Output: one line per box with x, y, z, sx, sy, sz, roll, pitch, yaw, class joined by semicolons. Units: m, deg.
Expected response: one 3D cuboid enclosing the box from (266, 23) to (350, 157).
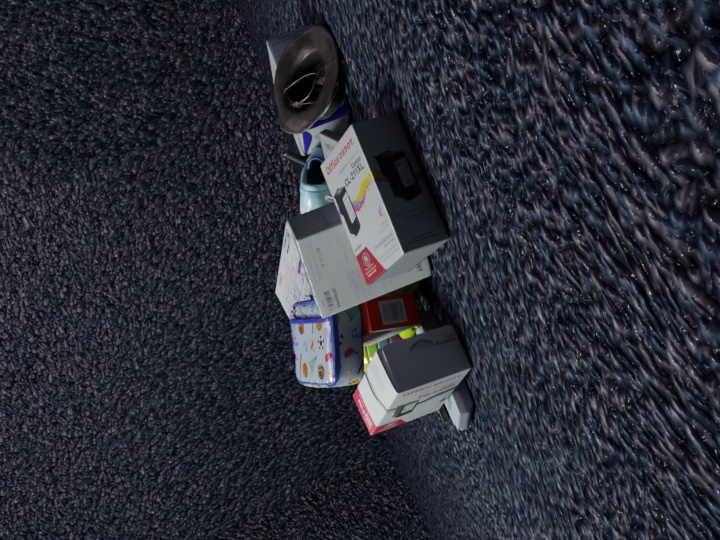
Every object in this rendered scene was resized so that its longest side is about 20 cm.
-0.100;-0.344;1.845;0.184;0.103;0.203;94;155;-77;box

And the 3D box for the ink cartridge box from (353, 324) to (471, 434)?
0.083;0.185;1.573;0.084;0.143;0.201;65;158;22;ink cartridge box

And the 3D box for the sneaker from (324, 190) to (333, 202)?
0.002;-0.061;1.599;0.202;0.088;0.074;62;155;-8;sneaker

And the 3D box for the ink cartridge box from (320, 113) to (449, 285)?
0.030;-0.102;1.364;0.203;0.082;0.146;68;153;11;ink cartridge box

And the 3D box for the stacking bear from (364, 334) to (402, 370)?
0.025;0.158;1.834;0.122;0.197;0.115;-69;-38;-61;stacking bear

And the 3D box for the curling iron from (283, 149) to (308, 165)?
-0.067;-0.199;1.876;0.198;0.026;0.050;26;-157;-26;curling iron

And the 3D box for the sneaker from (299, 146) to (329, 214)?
-0.073;-0.186;1.753;0.202;0.073;0.083;-88;3;-49;sneaker

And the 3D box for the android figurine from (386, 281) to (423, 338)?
0.058;0.038;1.713;0.184;0.040;0.201;66;151;30;android figurine

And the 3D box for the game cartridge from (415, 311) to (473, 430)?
0.151;0.178;1.693;0.134;0.040;0.202;73;174;-67;game cartridge

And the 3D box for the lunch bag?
-0.064;0.120;1.633;0.199;0.074;0.163;-7;88;63;lunch bag

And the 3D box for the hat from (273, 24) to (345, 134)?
-0.075;-0.336;1.696;0.199;0.080;0.204;-17;67;48;hat

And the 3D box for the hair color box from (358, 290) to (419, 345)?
0.014;0.093;1.660;0.200;0.100;0.062;-32;68;61;hair color box

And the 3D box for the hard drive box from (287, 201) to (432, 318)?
0.001;-0.036;1.511;0.077;0.197;0.158;-120;11;-58;hard drive box

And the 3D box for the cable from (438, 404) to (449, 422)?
0.131;0.225;1.971;0.097;0.050;0.203;-137;28;-74;cable

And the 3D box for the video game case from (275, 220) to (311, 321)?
-0.106;0.032;1.848;0.182;0.045;0.202;60;150;37;video game case

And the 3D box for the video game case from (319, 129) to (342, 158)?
0.007;-0.137;1.633;0.199;0.022;0.184;32;144;47;video game case
